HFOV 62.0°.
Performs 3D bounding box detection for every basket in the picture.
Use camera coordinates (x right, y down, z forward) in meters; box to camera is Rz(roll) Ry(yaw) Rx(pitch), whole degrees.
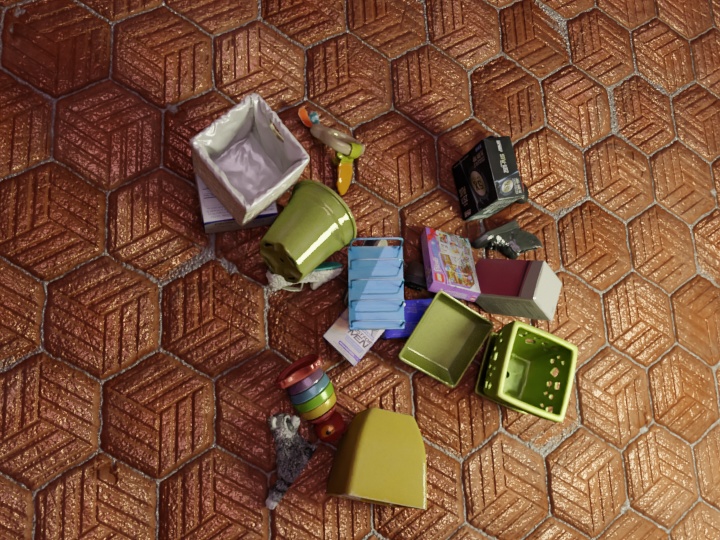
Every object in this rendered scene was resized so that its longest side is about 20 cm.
[{"bbox_3d":[-0.252,-0.245,1.357,0.200,0.161,0.199,-42,92,-19],"label":"basket"}]

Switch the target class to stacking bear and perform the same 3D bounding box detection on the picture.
[{"bbox_3d":[-0.104,0.314,1.425,0.119,0.114,0.203,-28,99,-2],"label":"stacking bear"}]

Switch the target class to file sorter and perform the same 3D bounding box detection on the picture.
[{"bbox_3d":[0.038,0.032,1.417,0.135,0.123,0.206,-1,79,0],"label":"file sorter"}]

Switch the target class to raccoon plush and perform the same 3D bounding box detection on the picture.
[{"bbox_3d":[-0.194,0.429,1.386,0.133,0.097,0.201,37,71,2],"label":"raccoon plush"}]

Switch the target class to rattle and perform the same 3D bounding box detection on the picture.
[{"bbox_3d":[-0.095,-0.322,1.601,0.196,0.145,0.131,26,39,6],"label":"rattle"}]

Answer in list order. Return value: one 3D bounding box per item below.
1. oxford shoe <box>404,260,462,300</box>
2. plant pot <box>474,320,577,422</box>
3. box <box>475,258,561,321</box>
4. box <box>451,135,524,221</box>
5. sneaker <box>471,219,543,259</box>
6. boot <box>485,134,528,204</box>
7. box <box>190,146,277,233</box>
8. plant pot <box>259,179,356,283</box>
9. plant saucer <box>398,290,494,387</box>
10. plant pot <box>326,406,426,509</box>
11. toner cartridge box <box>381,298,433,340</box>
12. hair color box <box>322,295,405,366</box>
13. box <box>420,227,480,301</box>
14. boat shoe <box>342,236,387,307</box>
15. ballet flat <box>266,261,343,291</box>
[{"bbox_3d":[0.214,0.024,1.599,0.196,0.073,0.086,20,69,-13],"label":"oxford shoe"},{"bbox_3d":[0.414,0.264,1.549,0.196,0.181,0.203,23,74,-11],"label":"plant pot"},{"bbox_3d":[0.402,0.047,1.564,0.127,0.197,0.111,39,66,-40],"label":"box"},{"bbox_3d":[0.339,-0.244,1.622,0.084,0.200,0.168,-9,82,-18],"label":"box"},{"bbox_3d":[0.411,-0.073,1.682,0.196,0.060,0.106,-24,81,-23],"label":"sneaker"},{"bbox_3d":[0.420,-0.287,1.733,0.143,0.072,0.204,27,39,-46],"label":"boot"},{"bbox_3d":[-0.311,-0.210,1.472,0.179,0.105,0.205,-9,81,-17],"label":"box"},{"bbox_3d":[-0.139,-0.080,1.429,0.200,0.200,0.185,43,59,-3],"label":"plant pot"},{"bbox_3d":[0.213,0.171,1.535,0.197,0.048,0.203,30,96,-23],"label":"plant saucer"},{"bbox_3d":[0.045,0.436,1.404,0.189,0.196,0.205,14,68,-13],"label":"plant pot"},{"bbox_3d":[0.147,0.126,1.571,0.195,0.043,0.098,-2,80,-16],"label":"toner cartridge box"},{"bbox_3d":[0.009,0.127,1.492,0.109,0.065,0.201,40,80,6],"label":"hair color box"},{"bbox_3d":[0.233,-0.019,1.577,0.133,0.039,0.203,14,44,-15],"label":"box"},{"bbox_3d":[0.000,0.000,1.558,0.062,0.073,0.203,20,75,34],"label":"boat shoe"},{"bbox_3d":[-0.140,0.017,1.506,0.195,0.072,0.074,-4,79,-15],"label":"ballet flat"}]
